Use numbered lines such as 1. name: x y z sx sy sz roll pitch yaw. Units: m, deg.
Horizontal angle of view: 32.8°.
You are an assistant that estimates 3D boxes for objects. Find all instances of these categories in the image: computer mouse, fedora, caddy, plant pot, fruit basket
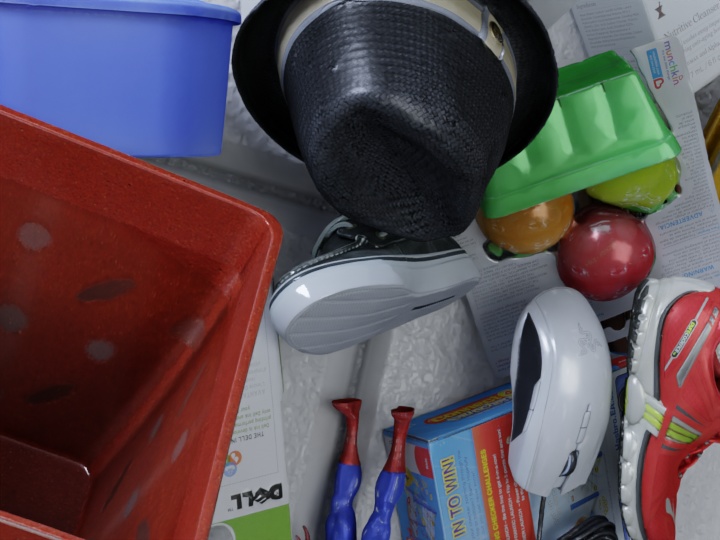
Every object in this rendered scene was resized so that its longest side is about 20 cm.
1. computer mouse: 0.131 0.112 0.801 0.109 0.044 0.201 -2 98 -31
2. fedora: 0.021 -0.079 0.681 0.200 0.200 0.092 23 50 -31
3. caddy: -0.158 -0.112 0.623 0.200 0.141 0.105 -3 100 -32
4. plant pot: -0.168 0.063 0.518 0.199 0.176 0.200 22 40 -10
5. fruit basket: 0.150 -0.040 0.832 0.185 0.094 0.200 -20 119 4

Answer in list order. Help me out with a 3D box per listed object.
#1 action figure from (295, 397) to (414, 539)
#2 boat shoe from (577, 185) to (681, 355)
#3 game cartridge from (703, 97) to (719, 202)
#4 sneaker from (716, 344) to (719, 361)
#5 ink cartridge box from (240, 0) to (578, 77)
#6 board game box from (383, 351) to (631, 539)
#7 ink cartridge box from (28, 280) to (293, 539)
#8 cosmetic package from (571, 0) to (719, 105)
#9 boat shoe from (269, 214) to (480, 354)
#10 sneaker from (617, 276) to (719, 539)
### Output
1. action figure: -0.005 0.185 0.782 0.052 0.065 0.201 4 92 -75
2. boat shoe: 0.206 -0.008 0.897 0.070 0.070 0.201 -22 106 -34
3. game cartridge: 0.335 -0.085 0.947 0.200 0.032 0.177 0 125 -35
4. sneaker: 0.316 0.044 0.945 0.200 0.077 0.111 -41 148 -24
5. ink cartridge box: 0.041 -0.181 0.698 0.145 0.200 0.084 17 52 -30
6. board game box: 0.126 0.179 0.867 0.195 0.056 0.201 -16 101 -30
7. ink cartridge box: -0.123 0.084 0.695 0.147 0.076 0.201 -9 100 -31
8. cosmetic package: 0.204 -0.231 0.873 0.113 0.081 0.200 -34 111 -24
9. boat shoe: 0.000 0.000 0.747 0.071 0.072 0.200 56 26 14
10. sneaker: 0.215 0.103 0.809 0.077 0.085 0.201 -56 149 -64
